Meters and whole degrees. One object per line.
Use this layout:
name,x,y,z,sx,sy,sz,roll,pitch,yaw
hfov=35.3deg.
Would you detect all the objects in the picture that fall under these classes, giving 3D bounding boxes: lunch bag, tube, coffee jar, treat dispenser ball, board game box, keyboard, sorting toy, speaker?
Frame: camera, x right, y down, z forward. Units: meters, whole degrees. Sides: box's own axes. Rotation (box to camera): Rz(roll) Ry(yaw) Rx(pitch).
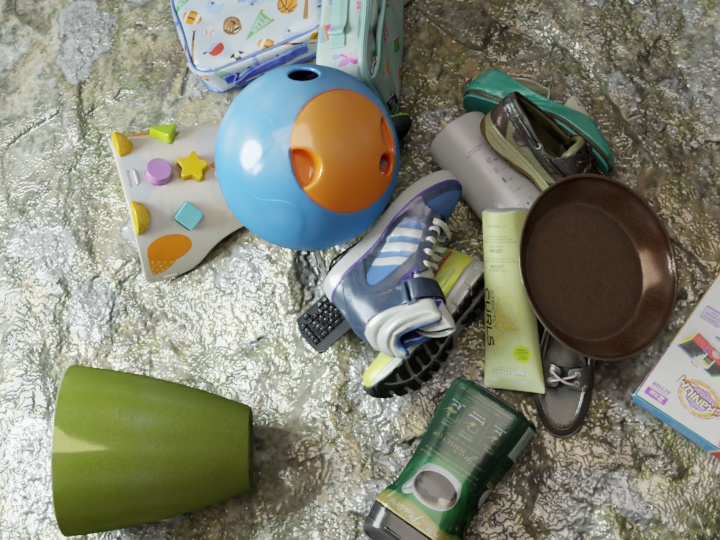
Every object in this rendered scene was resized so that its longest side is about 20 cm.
lunch bag,-0.138,-0.315,1.435,0.200,0.076,0.160,-22,71,4
tube,0.162,0.033,1.221,0.052,0.058,0.200,-5,99,-9
coffee jar,0.093,0.221,1.200,0.104,0.085,0.200,33,81,17
treat dispenser ball,-0.057,-0.122,1.225,0.201,0.201,0.201,-4,72,12
board game box,0.407,0.097,1.192,0.153,0.040,0.200,35,83,20
keyboard,0.000,0.000,1.294,0.200,0.040,0.104,-42,35,-4
lunch bag,0.002,-0.283,1.344,0.077,0.160,0.200,-2,71,13
sorting toy,-0.202,-0.112,1.385,0.180,0.107,0.200,-15,69,-13
speaker,0.164,-0.086,1.286,0.081,0.081,0.200,-36,68,0

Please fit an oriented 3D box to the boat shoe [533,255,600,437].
boat shoe,0.225,0.078,1.231,0.067,0.057,0.200,7,74,15

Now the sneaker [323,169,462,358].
sneaker,0.071,0.003,1.210,0.200,0.081,0.146,-44,61,-5

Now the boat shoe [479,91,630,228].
boat shoe,0.225,-0.120,1.248,0.200,0.065,0.073,35,44,-5

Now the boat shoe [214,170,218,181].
boat shoe,-0.097,-0.164,1.352,0.071,0.065,0.200,-4,44,52

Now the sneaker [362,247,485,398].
sneaker,0.063,0.056,1.273,0.090,0.078,0.200,35,77,29

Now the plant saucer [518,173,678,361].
plant saucer,0.246,-0.002,1.201,0.200,0.037,0.201,5,78,-22

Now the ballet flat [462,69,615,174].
ballet flat,0.217,-0.183,1.317,0.200,0.067,0.070,28,66,18

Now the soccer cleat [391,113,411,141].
soccer cleat,-0.015,-0.114,1.351,0.200,0.068,0.081,-33,77,8

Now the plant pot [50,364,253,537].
plant pot,-0.220,0.197,1.246,0.200,0.187,0.187,0,72,-3
